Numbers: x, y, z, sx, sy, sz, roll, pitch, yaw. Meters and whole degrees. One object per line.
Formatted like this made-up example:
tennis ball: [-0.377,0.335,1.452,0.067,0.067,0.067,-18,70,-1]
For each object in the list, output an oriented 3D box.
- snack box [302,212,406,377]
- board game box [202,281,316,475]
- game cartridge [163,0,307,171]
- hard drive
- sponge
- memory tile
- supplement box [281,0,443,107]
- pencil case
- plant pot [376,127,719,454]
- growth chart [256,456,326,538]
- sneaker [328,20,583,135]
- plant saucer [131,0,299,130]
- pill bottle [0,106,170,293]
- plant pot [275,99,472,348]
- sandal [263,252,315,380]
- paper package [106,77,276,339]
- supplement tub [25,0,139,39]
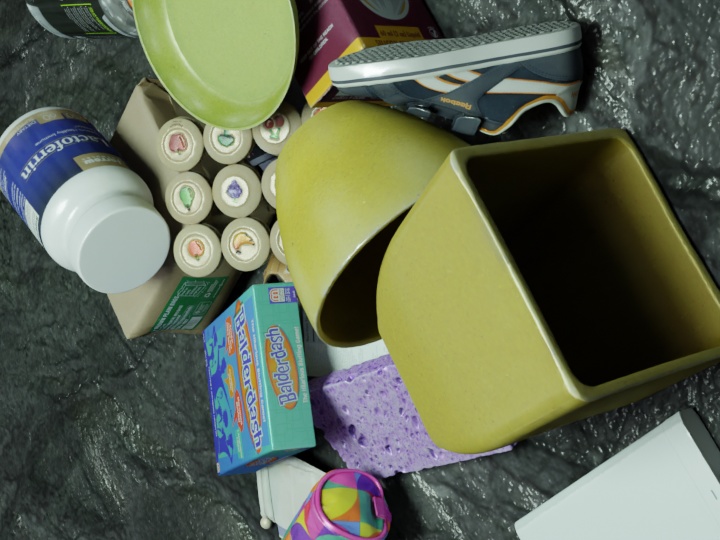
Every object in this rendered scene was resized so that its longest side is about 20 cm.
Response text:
snack box: [0.000,0.000,1.177,0.116,0.037,0.201,1,97,33]
board game box: [-0.102,0.109,1.226,0.200,0.045,0.153,143,122,-64]
game cartridge: [-0.099,-0.174,1.197,0.129,0.038,0.200,-21,116,42]
hard drive: [0.219,0.214,1.004,0.200,0.026,0.132,-45,64,40]
sponge: [0.039,0.127,1.141,0.200,0.030,0.112,-22,110,46]
memory tile: [-0.090,-0.076,1.165,0.199,0.017,0.154,-8,93,19]
supplement box: [-0.024,-0.248,1.126,0.086,0.110,0.200,-42,66,40]
pencil case: [-0.038,0.271,1.209,0.088,0.088,0.200,55,139,26]
plant pot: [0.123,0.034,0.967,0.200,0.194,0.196,-44,65,46]
growth chart: [-0.045,0.248,1.279,0.200,0.018,0.145,23,121,42]
sneaker: [0.076,-0.143,1.006,0.199,0.078,0.080,-5,111,8]
plant saucer: [-0.121,-0.222,1.107,0.200,0.031,0.201,22,125,34]
pill bottle: [-0.271,-0.068,1.247,0.200,0.115,0.116,43,125,41]
plant pot: [0.008,-0.055,1.048,0.142,0.200,0.200,52,129,24]
sandal: [-0.069,0.020,1.251,0.082,0.054,0.201,15,100,43]
paper package: [-0.195,-0.059,1.325,0.200,0.103,0.191,-55,50,35]
supplement tub: [-0.260,-0.308,1.356,0.200,0.122,0.123,10,103,44]
